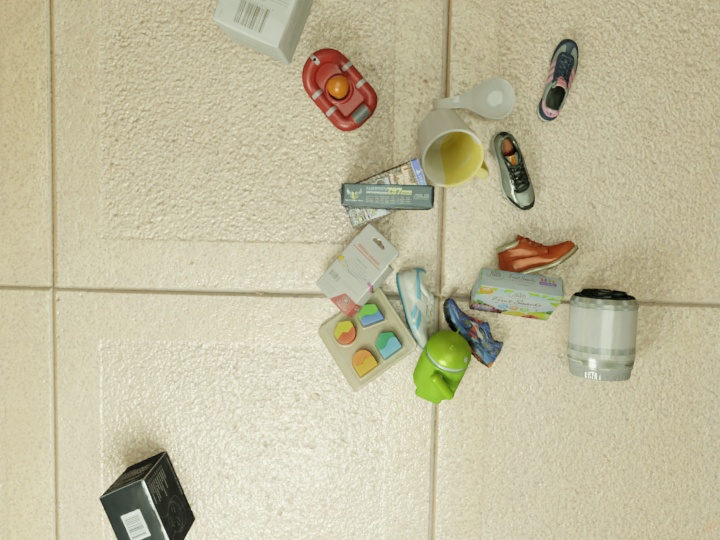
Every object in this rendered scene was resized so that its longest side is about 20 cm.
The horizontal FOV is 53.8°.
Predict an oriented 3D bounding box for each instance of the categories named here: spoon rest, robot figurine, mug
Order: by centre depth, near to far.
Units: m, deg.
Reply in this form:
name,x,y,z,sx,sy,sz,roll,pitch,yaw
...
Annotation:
name,x,y,z,sx,sy,sz,roll,pitch,yaw
mug,0.207,-0.289,1.681,0.147,0.154,0.188,-22,130,8
spoon rest,0.277,-0.408,1.715,0.196,0.061,0.101,-8,94,2
robot figurine,0.197,0.230,1.716,0.114,0.176,0.202,23,126,5

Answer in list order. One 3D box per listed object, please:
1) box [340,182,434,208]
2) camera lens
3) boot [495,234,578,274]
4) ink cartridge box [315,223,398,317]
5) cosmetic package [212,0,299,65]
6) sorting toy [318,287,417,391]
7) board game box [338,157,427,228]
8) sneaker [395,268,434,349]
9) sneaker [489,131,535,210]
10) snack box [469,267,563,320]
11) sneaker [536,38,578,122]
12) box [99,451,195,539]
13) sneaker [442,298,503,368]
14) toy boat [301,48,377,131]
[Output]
name,x,y,z,sx,sy,sz,roll,pitch,yaw
box,0.057,-0.158,1.530,0.196,0.158,0.052,1,94,2
camera lens,0.579,0.150,1.701,0.157,0.160,0.204,2,94,1
boot,0.430,-0.047,1.736,0.197,0.075,0.109,-21,89,4
ink cartridge box,0.000,0.000,1.731,0.116,0.067,0.200,44,95,18
cosmetic package,-0.220,-0.602,1.638,0.165,0.200,0.169,22,95,-1
sorting toy,0.014,0.167,1.748,0.199,0.036,0.186,-36,74,5
board game box,0.058,-0.181,1.686,0.197,0.159,0.098,-21,94,2
sneaker,0.146,0.095,1.749,0.079,0.077,0.204,-14,97,-3
sneaker,0.370,-0.240,1.717,0.073,0.079,0.203,-23,95,1
snack box,0.372,0.058,1.706,0.196,0.143,0.054,8,62,1
sneaker,0.482,-0.458,1.695,0.069,0.082,0.204,14,94,0
box,-0.515,0.585,1.736,0.122,0.197,0.203,-22,94,4
sneaker,0.277,0.144,1.759,0.078,0.075,0.201,-41,99,-8
toy boat,-0.053,-0.434,1.683,0.130,0.131,0.200,-42,93,3
